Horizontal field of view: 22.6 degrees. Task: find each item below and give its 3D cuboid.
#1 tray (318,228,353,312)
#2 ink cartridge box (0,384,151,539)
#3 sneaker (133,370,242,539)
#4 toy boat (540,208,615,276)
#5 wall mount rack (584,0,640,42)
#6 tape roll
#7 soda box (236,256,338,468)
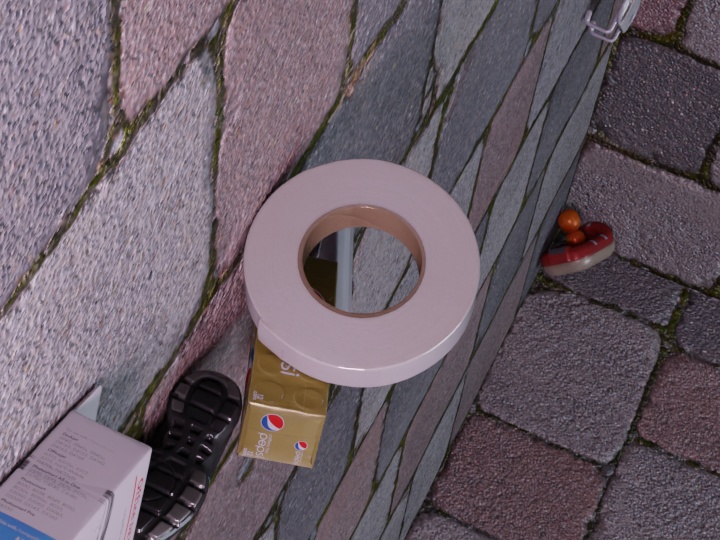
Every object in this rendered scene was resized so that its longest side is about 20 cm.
[{"bbox_3d":[-0.024,0.016,1.699,0.201,0.022,0.108,-89,-170,-48],"label":"tray"},{"bbox_3d":[-0.203,0.179,1.219,0.200,0.066,0.116,-52,161,-55],"label":"ink cartridge box"},{"bbox_3d":[-0.150,0.170,1.449,0.200,0.075,0.080,-56,167,-46],"label":"sneaker"},{"bbox_3d":[0.476,-0.073,3.999,0.200,0.130,0.132,-25,100,-53],"label":"toy boat"},{"bbox_3d":[0.445,-0.483,3.082,0.175,0.074,0.200,-64,170,4],"label":"wall mount rack"},{"bbox_3d":[0.000,0.000,1.504,0.037,0.202,0.204,95,21,-61],"label":"tape roll"},{"bbox_3d":[-0.060,0.072,1.537,0.201,0.067,0.064,-86,-171,-50],"label":"soda box"}]
